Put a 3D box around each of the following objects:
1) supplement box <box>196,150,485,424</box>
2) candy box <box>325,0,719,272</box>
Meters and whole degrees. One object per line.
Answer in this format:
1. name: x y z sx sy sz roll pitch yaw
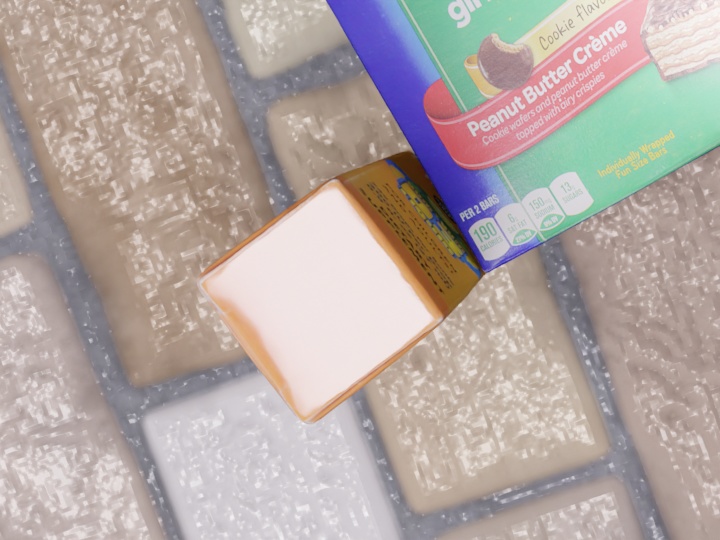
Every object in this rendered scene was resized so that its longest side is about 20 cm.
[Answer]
1. supplement box: 0.000 0.000 0.855 0.069 0.200 0.067 -38 90 9
2. candy box: 0.076 -0.128 0.870 0.169 0.077 0.200 -30 90 28
